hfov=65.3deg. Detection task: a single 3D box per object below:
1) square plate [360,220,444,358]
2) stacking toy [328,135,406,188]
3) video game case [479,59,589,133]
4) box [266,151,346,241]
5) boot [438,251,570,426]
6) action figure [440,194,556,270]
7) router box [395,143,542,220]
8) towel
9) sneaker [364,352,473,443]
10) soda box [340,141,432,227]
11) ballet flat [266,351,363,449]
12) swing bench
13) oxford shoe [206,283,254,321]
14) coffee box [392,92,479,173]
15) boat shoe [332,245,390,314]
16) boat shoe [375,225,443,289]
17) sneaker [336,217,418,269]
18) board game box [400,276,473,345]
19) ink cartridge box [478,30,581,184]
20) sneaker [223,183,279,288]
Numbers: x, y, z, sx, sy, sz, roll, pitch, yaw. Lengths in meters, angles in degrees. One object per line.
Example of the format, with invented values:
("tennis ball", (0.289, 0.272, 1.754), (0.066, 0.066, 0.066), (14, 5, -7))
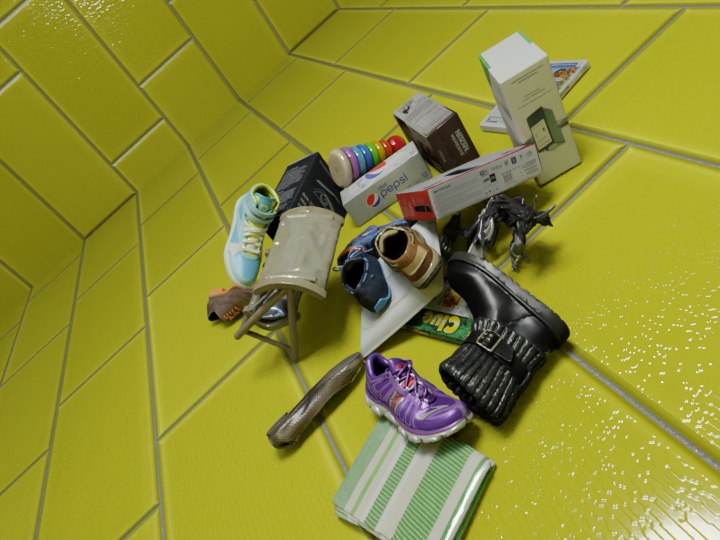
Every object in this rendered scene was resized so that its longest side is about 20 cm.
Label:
("square plate", (0.059, 0.017, 0.948), (0.200, 0.028, 0.202), (-45, 25, 31))
("stacking toy", (0.026, -0.260, 1.280), (0.195, 0.088, 0.085), (-26, 26, -25))
("video game case", (0.351, -0.354, 1.145), (0.201, 0.018, 0.142), (-48, 32, -9))
("box", (-0.119, -0.136, 1.262), (0.102, 0.149, 0.204), (-15, 39, 34))
("boot", (0.151, 0.081, 0.743), (0.158, 0.080, 0.210), (-44, 48, -7))
("action figure", (0.207, -0.053, 0.843), (0.199, 0.115, 0.106), (172, 108, -68))
("router box", (0.174, -0.144, 0.944), (0.194, 0.050, 0.179), (-24, 10, -10))
("towel", (0.060, 0.269, 0.706), (0.197, 0.024, 0.154), (5, 53, 51))
("sneaker", (0.063, 0.163, 0.749), (0.079, 0.087, 0.197), (-22, 21, -33))
("soda box", (0.053, -0.186, 1.213), (0.197, 0.069, 0.064), (-34, 32, 13))
("ballet flat", (-0.065, 0.209, 0.896), (0.199, 0.047, 0.067), (-42, 1, -12))
("swing bench", (-0.127, 0.013, 1.027), (0.203, 0.126, 0.203), (-78, 11, -47))
("oxford shoe", (-0.278, 0.078, 1.266), (0.196, 0.070, 0.076), (-13, 60, 44))
("coffee box", (0.155, -0.286, 1.182), (0.079, 0.114, 0.201), (-37, 33, 3))
("boat shoe", (0.000, 0.000, 0.966), (0.086, 0.068, 0.200), (-56, 22, 3))
("boat shoe", (0.062, -0.039, 0.881), (0.077, 0.073, 0.200), (-55, 23, 2))
("sneaker", (0.039, -0.061, 1.075), (0.195, 0.076, 0.080), (-20, 34, 28))
("board game box", (0.140, 0.059, 0.872), (0.197, 0.024, 0.106), (8, 58, 50))
("ink cartridge box", (0.284, -0.273, 0.949), (0.082, 0.202, 0.148), (-26, 34, 13))
("sneaker", (-0.210, -0.077, 1.100), (0.130, 0.077, 0.208), (-31, 54, 53))
